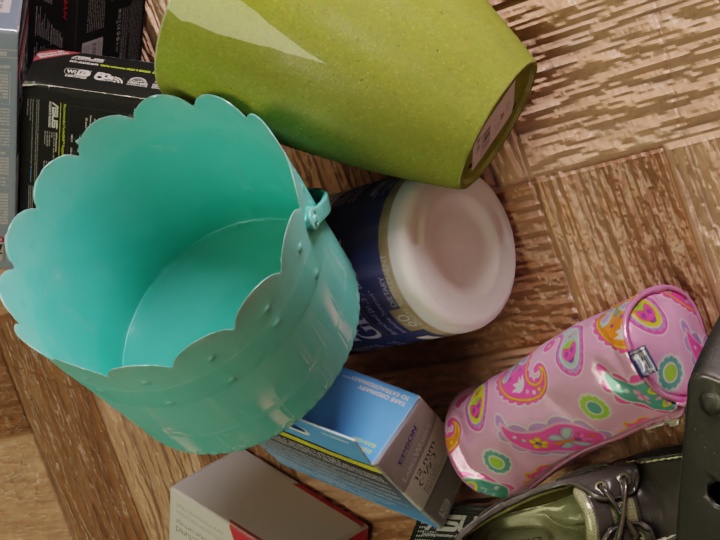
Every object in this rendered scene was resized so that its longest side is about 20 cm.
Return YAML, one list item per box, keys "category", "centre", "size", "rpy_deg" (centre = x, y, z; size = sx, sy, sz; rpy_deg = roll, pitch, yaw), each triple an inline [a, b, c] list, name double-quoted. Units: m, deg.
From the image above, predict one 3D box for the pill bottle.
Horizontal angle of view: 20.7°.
- category: "pill bottle"
  centre: [0.000, 0.000, 1.346]
  size: [0.199, 0.111, 0.112]
  rpy_deg: [-14, 100, 47]

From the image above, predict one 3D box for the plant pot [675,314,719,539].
- category: "plant pot"
  centre: [0.278, 0.103, 1.079]
  size: [0.199, 0.177, 0.201]
  rpy_deg: [20, 123, 35]

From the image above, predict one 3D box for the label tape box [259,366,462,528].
- category: "label tape box"
  centre: [-0.020, 0.100, 1.350]
  size: [0.142, 0.066, 0.200]
  rpy_deg: [20, 164, 26]

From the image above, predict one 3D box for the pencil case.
- category: "pencil case"
  centre: [0.140, 0.082, 1.268]
  size: [0.200, 0.087, 0.088]
  rpy_deg: [-33, 85, 45]

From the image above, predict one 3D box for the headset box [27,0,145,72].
- category: "headset box"
  centre: [-0.260, -0.210, 1.522]
  size: [0.199, 0.075, 0.150]
  rpy_deg: [30, 128, 31]

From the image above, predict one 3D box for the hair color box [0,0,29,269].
- category: "hair color box"
  centre: [-0.277, -0.112, 1.453]
  size: [0.060, 0.099, 0.201]
  rpy_deg: [4, 124, -7]

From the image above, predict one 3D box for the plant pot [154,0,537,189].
- category: "plant pot"
  centre: [0.004, -0.140, 1.246]
  size: [0.199, 0.187, 0.188]
  rpy_deg: [32, 130, 12]

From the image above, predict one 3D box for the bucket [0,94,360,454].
- category: "bucket"
  centre: [-0.105, 0.006, 1.227]
  size: [0.206, 0.208, 0.135]
  rpy_deg: [23, 162, 35]

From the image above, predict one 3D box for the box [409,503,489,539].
- category: "box"
  centre: [0.093, 0.255, 1.333]
  size: [0.199, 0.194, 0.047]
  rpy_deg: [-2, 149, 45]

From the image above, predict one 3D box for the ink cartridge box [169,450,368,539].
- category: "ink cartridge box"
  centre: [-0.078, 0.268, 1.570]
  size: [0.145, 0.083, 0.201]
  rpy_deg: [26, 125, 33]

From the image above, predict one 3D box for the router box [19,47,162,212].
- category: "router box"
  centre: [-0.175, -0.058, 1.469]
  size: [0.149, 0.062, 0.201]
  rpy_deg: [8, 122, 0]

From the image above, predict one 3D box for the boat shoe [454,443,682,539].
- category: "boat shoe"
  centre: [0.153, 0.159, 1.252]
  size: [0.199, 0.066, 0.072]
  rpy_deg: [-18, 79, 19]
